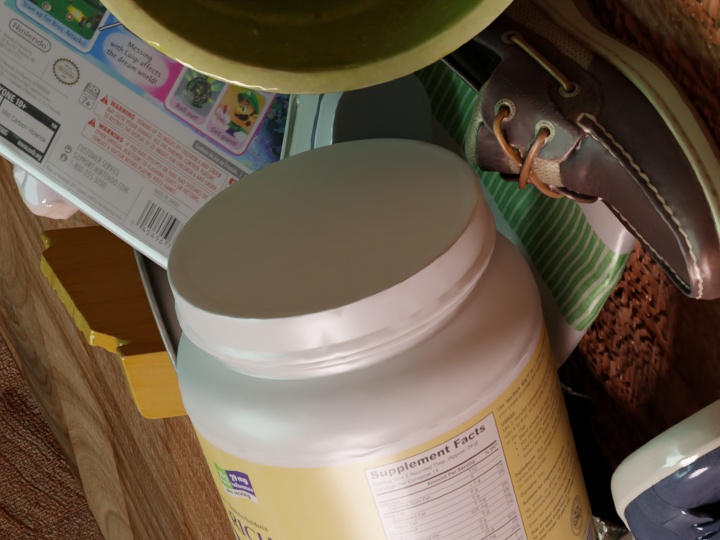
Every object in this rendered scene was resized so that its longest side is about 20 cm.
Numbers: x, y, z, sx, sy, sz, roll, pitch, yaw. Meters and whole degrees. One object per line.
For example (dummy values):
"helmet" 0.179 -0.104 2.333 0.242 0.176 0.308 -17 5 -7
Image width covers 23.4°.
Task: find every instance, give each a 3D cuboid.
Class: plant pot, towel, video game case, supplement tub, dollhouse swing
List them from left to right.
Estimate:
"dollhouse swing" -0.175 0.083 1.489 0.200 0.181 0.177 48 135 46
"video game case" -0.089 -0.104 0.857 0.200 0.183 0.024 34 -167 12
"plant pot" -0.033 -0.187 0.685 0.190 0.199 0.201 -122 15 -69
"supplement tub" 0.011 0.064 0.697 0.145 0.145 0.201 41 153 56
"towel" 0.047 -0.015 0.778 0.153 0.023 0.200 58 139 27

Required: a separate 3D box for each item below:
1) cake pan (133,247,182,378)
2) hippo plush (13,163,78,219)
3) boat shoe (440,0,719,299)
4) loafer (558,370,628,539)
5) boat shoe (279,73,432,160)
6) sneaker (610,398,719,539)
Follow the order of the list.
"cake pan" -0.085 0.037 1.053 0.200 0.037 0.201 -22 -90 -87
"hippo plush" -0.123 -0.107 1.151 0.160 0.200 0.160 15 151 37
"boat shoe" 0.073 -0.056 0.657 0.200 0.072 0.072 58 173 32
"loafer" 0.081 0.065 0.837 0.201 0.075 0.070 59 139 23
"boat shoe" -0.013 0.000 0.794 0.070 0.071 0.201 25 118 56
"sneaker" 0.145 0.115 0.681 0.085 0.075 0.200 60 172 27
